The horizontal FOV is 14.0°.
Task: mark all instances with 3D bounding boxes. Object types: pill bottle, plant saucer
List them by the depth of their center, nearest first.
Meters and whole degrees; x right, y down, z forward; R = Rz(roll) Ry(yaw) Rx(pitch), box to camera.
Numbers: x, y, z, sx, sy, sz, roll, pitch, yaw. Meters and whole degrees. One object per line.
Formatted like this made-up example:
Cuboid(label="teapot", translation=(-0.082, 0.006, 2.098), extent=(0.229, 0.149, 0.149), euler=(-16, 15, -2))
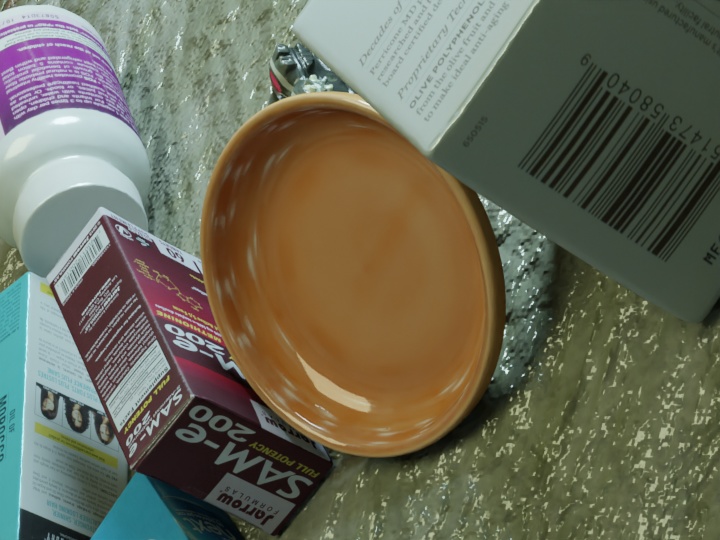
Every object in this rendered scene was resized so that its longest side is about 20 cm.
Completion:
Cuboid(label="plant saucer", translation=(0.000, 0.000, 1.565), extent=(0.200, 0.037, 0.201), euler=(13, 112, 36))
Cuboid(label="pill bottle", translation=(-0.198, -0.077, 1.893), extent=(0.112, 0.112, 0.200), euler=(-49, 35, 18))

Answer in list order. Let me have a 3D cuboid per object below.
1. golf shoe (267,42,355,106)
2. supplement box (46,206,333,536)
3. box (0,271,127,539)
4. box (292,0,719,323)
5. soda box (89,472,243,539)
Cuboid(label="golf shoe", translation=(-0.001, -0.048, 1.669), extent=(0.200, 0.077, 0.088), euler=(-116, 35, -47))
Cuboid(label="supplement box", translation=(-0.101, 0.056, 1.676), extent=(0.061, 0.109, 0.200), euler=(-51, 36, 15))
Cuboid(label="box", translation=(-0.187, 0.105, 1.779), extent=(0.049, 0.082, 0.200), euler=(-35, 42, 36))
Cuboid(label="box", translation=(0.119, -0.123, 1.432), extent=(0.200, 0.199, 0.171), euler=(-55, 34, 7))
Cuboid(label="soda box", translation=(-0.083, 0.192, 1.597), extent=(0.068, 0.064, 0.200), euler=(-55, 35, 9))
